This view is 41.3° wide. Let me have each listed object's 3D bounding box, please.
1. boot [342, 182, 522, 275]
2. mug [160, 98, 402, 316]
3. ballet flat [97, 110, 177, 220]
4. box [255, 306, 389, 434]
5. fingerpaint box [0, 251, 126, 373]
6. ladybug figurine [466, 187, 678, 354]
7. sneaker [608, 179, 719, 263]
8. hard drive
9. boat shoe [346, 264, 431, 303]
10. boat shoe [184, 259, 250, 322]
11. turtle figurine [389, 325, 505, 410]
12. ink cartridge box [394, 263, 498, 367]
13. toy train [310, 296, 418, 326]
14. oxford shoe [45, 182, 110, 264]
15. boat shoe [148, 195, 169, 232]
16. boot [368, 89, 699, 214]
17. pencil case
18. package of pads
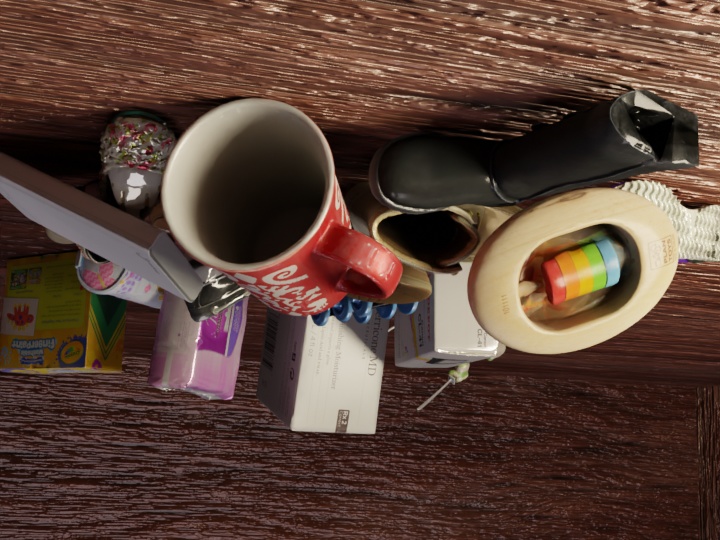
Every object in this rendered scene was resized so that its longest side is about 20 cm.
[{"bbox_3d":[0.089,-0.035,0.886,0.198,0.073,0.155,9,-171,-13],"label":"boot"},{"bbox_3d":[-0.058,-0.019,0.783,0.133,0.178,0.200,-33,162,-2],"label":"mug"},{"bbox_3d":[-0.195,-0.079,0.840,0.075,0.065,0.200,6,169,-13],"label":"ballet flat"},{"bbox_3d":[-0.058,0.116,1.393,0.130,0.201,0.200,6,-176,-21],"label":"box"},{"bbox_3d":[-0.430,0.064,1.384,0.199,0.168,0.073,-6,167,34],"label":"fingerpaint box"},{"bbox_3d":[0.181,-0.003,0.828,0.198,0.137,0.072,-14,-165,-11],"label":"ladybug figurine"},{"bbox_3d":[0.281,-0.038,0.952,0.199,0.070,0.099,12,168,-40],"label":"sneaker"},{"bbox_3d":[-0.249,-0.042,0.879,0.199,0.027,0.132,25,164,16],"label":"hard drive"},{"bbox_3d":[-0.018,-0.020,0.961,0.199,0.065,0.071,18,155,-14],"label":"boat shoe"},{"bbox_3d":[-0.101,-0.005,1.006,0.073,0.069,0.199,-3,-160,45],"label":"boat shoe"},{"bbox_3d":[0.149,0.117,1.644,0.144,0.201,0.193,37,-162,36],"label":"turtle figurine"},{"bbox_3d":[0.104,0.044,1.221,0.085,0.149,0.200,3,169,-11],"label":"ink cartridge box"},{"bbox_3d":[0.000,0.000,1.090,0.086,0.115,0.200,-2,173,-28],"label":"toy train"},{"bbox_3d":[-0.294,-0.043,1.024,0.070,0.075,0.199,9,167,-35],"label":"oxford shoe"},{"bbox_3d":[-0.164,-0.053,0.959,0.071,0.069,0.199,8,168,-32],"label":"boat shoe"},{"bbox_3d":[0.124,-0.085,0.713,0.164,0.066,0.199,-6,-179,-33],"label":"boot"},{"bbox_3d":[-0.286,0.004,1.267,0.090,0.084,0.200,21,178,24],"label":"pencil case"},{"bbox_3d":[-0.207,0.064,1.251,0.075,0.202,0.120,3,168,24],"label":"package of pads"}]
